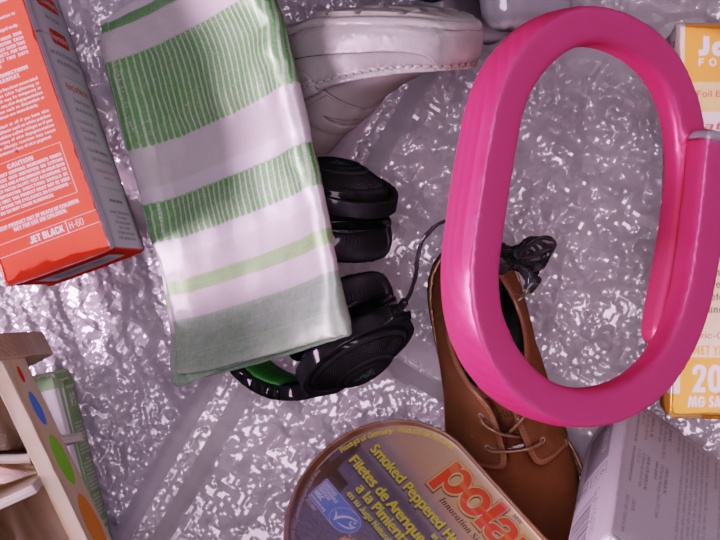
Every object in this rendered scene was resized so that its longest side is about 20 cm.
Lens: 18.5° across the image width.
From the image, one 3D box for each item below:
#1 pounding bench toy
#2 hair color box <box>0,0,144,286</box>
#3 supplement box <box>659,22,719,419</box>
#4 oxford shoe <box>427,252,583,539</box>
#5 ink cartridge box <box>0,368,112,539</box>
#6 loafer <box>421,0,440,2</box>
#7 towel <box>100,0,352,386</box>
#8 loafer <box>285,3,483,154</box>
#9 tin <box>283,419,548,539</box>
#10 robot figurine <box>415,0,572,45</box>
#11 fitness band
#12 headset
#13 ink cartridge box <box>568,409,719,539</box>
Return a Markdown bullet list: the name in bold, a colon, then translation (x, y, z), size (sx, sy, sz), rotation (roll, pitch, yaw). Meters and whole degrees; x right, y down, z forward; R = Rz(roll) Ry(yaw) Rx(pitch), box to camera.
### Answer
- **pounding bench toy**: translation (-0.223, 0.145, 1.097), size (0.199, 0.124, 0.157), rotation (-27, 87, 4)
- **hair color box**: translation (-0.177, -0.095, 1.134), size (0.061, 0.102, 0.202), rotation (-19, 88, 4)
- **supplement box**: translation (0.219, -0.025, 1.139), size (0.125, 0.074, 0.202), rotation (0, 90, 4)
- **oxford shoe**: translation (0.075, 0.084, 1.152), size (0.071, 0.071, 0.202), rotation (-17, 91, 2)
- **ink cartridge box**: translation (-0.202, 0.168, 1.180), size (0.144, 0.048, 0.202), rotation (-15, 90, 4)
- **loafer**: translation (-0.007, -0.221, 1.050), size (0.073, 0.072, 0.200), rotation (-39, 82, 7)
- **towel**: translation (-0.073, -0.051, 1.119), size (0.023, 0.152, 0.202), rotation (-7, 82, -38)
- **loafer**: translation (-0.016, -0.095, 1.119), size (0.199, 0.070, 0.070), rotation (-4, 92, 47)
- **tin**: translation (0.044, 0.161, 1.103), size (0.112, 0.042, 0.200), rotation (-43, 57, 2)
- **robot figurine**: translation (0.061, -0.219, 1.129), size (0.169, 0.113, 0.202), rotation (-7, 89, 35)
- **fitness band**: translation (0.109, -0.026, 1.056), size (0.143, 0.037, 0.202), rotation (12, 83, -30)
- **headset**: translation (0.000, 0.000, 1.129), size (0.199, 0.094, 0.125), rotation (-7, 91, 45)
- **ink cartridge box**: translation (0.196, 0.164, 1.100), size (0.199, 0.161, 0.050), rotation (37, 112, -4)
